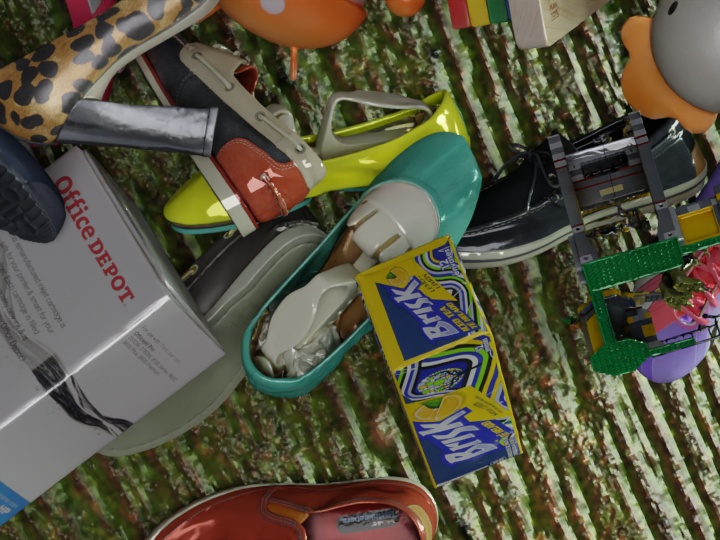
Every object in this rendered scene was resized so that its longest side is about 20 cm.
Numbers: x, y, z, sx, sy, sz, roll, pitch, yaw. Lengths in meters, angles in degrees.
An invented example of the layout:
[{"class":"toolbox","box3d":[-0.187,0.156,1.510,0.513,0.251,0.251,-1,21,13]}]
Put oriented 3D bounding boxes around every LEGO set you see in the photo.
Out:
[{"class":"LEGO set","box3d":[0.199,-0.035,1.331,0.199,0.116,0.154,-21,142,13]}]

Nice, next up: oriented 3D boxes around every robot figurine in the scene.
[{"class":"robot figurine","box3d":[-0.022,-0.219,1.340,0.143,0.117,0.201,27,97,-24]}]

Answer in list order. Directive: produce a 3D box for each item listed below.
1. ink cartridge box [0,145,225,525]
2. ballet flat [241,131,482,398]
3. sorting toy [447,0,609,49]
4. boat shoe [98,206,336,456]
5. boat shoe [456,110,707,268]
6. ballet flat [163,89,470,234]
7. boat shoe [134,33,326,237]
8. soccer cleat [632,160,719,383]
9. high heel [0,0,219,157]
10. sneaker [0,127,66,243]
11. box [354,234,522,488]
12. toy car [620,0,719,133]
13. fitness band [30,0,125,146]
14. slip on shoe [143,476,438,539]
[{"class":"ink cartridge box","box3d":[-0.203,0.045,1.349,0.200,0.145,0.084,-37,143,2]},{"class":"ballet flat","box3d":[0.000,0.000,1.339,0.067,0.070,0.200,42,99,9]},{"class":"sorting toy","box3d":[0.086,-0.243,1.312,0.069,0.200,0.200,-6,104,22]},{"class":"boat shoe","box3d":[-0.100,0.036,1.405,0.201,0.061,0.072,-40,131,4]},{"class":"boat shoe","box3d":[0.121,-0.055,1.393,0.199,0.075,0.063,-19,118,-7]},{"class":"ballet flat","box3d":[-0.028,-0.075,1.381,0.199,0.067,0.067,-11,116,-11]},{"class":"boat shoe","box3d":[-0.085,-0.099,1.331,0.062,0.200,0.071,-34,136,-1]},{"class":"soccer cleat","box3d":[0.231,-0.017,1.408,0.066,0.076,0.201,30,95,-8]},{"class":"high heel","box3d":[-0.144,-0.167,1.261,0.142,0.071,0.201,6,83,-3]},{"class":"sneaker","box3d":[-0.229,-0.107,1.295,0.200,0.070,0.082,51,53,-22]},{"class":"box","box3d":[0.050,0.060,1.347,0.064,0.200,0.070,-22,63,0]},{"class":"toy car","box3d":[0.232,-0.173,1.341,0.200,0.184,0.177,-35,99,14]},{"class":"fitness band","box3d":[-0.217,-0.163,1.327,0.143,0.038,0.201,4,130,18]},{"class":"slip on shoe","box3d":[-0.047,0.175,1.427,0.199,0.061,0.075,-9,101,-1]}]
